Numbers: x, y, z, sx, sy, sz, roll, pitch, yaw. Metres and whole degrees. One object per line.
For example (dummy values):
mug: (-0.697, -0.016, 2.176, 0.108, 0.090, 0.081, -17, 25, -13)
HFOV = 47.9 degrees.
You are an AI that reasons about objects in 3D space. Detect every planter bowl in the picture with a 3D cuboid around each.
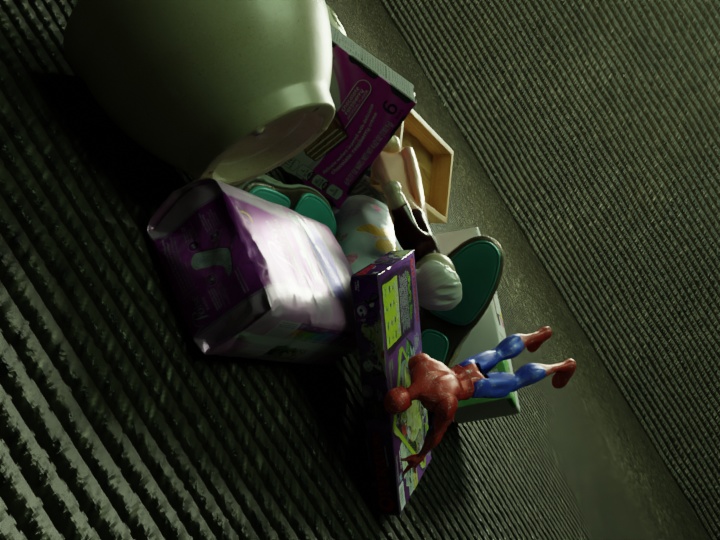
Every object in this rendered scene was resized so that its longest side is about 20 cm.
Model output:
planter bowl: (-0.100, -0.147, 0.613, 0.136, 0.199, 0.200, 59, 17, 5)

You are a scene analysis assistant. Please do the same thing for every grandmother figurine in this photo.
grandmother figurine: (0.053, -0.046, 0.811, 0.121, 0.060, 0.201, 42, 24, -51)

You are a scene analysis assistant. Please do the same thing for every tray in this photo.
tray: (0.067, -0.129, 1.005, 0.200, 0.037, 0.100, 22, 73, -65)

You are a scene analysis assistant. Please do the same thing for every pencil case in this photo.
pencil case: (0.000, 0.000, 0.845, 0.083, 0.091, 0.201, 27, 26, -16)

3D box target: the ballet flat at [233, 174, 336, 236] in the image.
ballet flat: (-0.084, -0.061, 0.756, 0.063, 0.068, 0.200, 32, 4, 22)

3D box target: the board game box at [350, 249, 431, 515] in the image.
board game box: (0.030, 0.091, 0.703, 0.120, 0.032, 0.203, -26, 112, -66)

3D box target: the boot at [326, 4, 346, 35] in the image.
boot: (-0.057, -0.251, 0.936, 0.199, 0.072, 0.156, 23, 43, -57)

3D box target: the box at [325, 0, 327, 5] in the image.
box: (-0.153, -0.380, 0.989, 0.200, 0.131, 0.116, 42, 26, -41)

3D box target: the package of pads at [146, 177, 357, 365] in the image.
package of pads: (-0.070, 0.008, 0.648, 0.121, 0.075, 0.200, 62, 17, 20)

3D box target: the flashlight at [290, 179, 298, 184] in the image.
flashlight: (-0.073, -0.173, 0.968, 0.201, 0.067, 0.068, 63, 15, 20)

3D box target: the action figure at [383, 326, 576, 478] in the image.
action figure: (0.087, 0.108, 0.690, 0.198, 0.099, 0.066, -5, 49, -40)

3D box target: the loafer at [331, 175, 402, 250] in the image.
loafer: (0.023, -0.017, 0.978, 0.070, 0.075, 0.202, 20, 50, -72)

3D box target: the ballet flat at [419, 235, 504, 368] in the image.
ballet flat: (0.088, 0.053, 0.853, 0.068, 0.201, 0.067, 30, 6, 8)

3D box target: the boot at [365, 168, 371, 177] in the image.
boot: (0.012, -0.093, 1.036, 0.201, 0.072, 0.090, 53, -2, 12)

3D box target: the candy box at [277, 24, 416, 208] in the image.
candy box: (-0.063, -0.172, 0.781, 0.199, 0.137, 0.061, 32, 24, -15)

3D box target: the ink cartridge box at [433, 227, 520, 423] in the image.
ink cartridge box: (0.126, 0.068, 0.959, 0.145, 0.083, 0.202, 47, 32, -68)
